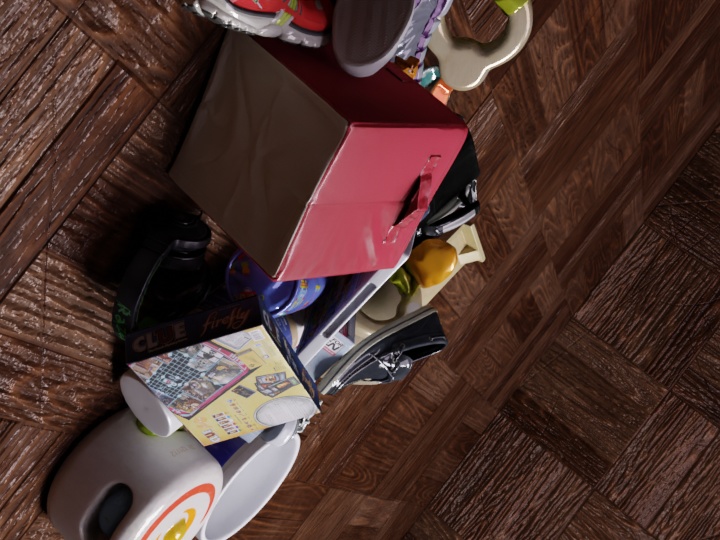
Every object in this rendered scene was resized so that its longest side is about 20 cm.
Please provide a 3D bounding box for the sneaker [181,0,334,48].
[{"bbox_3d":[-0.071,-0.244,0.981,0.200,0.076,0.086,-14,129,-64],"label":"sneaker"}]

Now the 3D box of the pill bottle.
[{"bbox_3d":[-0.166,0.092,1.275,0.200,0.111,0.112,-39,157,-33],"label":"pill bottle"}]

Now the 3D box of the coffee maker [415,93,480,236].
[{"bbox_3d":[0.037,-0.110,1.401,0.200,0.134,0.194,-41,119,-32],"label":"coffee maker"}]

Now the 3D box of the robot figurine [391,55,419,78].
[{"bbox_3d":[0.005,-0.144,1.218,0.058,0.145,0.202,-24,137,-36],"label":"robot figurine"}]

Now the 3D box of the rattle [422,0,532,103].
[{"bbox_3d":[0.117,-0.281,1.328,0.129,0.144,0.201,6,130,-18],"label":"rattle"}]

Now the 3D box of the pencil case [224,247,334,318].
[{"bbox_3d":[-0.080,0.002,1.180,0.077,0.088,0.200,-18,180,9],"label":"pencil case"}]

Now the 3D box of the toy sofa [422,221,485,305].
[{"bbox_3d":[0.092,0.002,1.775,0.200,0.097,0.083,-45,135,-21],"label":"toy sofa"}]

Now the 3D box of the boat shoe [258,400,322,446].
[{"bbox_3d":[-0.092,0.176,1.495,0.074,0.068,0.200,-48,-161,9],"label":"boat shoe"}]

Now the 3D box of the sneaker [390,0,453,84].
[{"bbox_3d":[0.028,-0.245,1.231,0.087,0.074,0.202,-3,123,-41],"label":"sneaker"}]

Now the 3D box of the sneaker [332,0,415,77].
[{"bbox_3d":[0.018,-0.240,1.085,0.116,0.073,0.202,90,11,-60],"label":"sneaker"}]

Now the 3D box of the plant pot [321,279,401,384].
[{"bbox_3d":[0.000,0.081,1.598,0.200,0.134,0.201,-45,160,-21],"label":"plant pot"}]

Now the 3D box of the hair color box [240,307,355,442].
[{"bbox_3d":[-0.092,0.110,1.415,0.200,0.060,0.099,-44,-159,23],"label":"hair color box"}]

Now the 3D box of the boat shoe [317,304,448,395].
[{"bbox_3d":[0.032,0.108,1.409,0.199,0.063,0.075,-26,167,-36],"label":"boat shoe"}]

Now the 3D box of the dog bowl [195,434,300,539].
[{"bbox_3d":[-0.179,0.285,1.621,0.200,0.079,0.201,-44,158,-22],"label":"dog bowl"}]

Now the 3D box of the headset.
[{"bbox_3d":[-0.167,-0.008,1.126,0.124,0.093,0.201,100,17,-53],"label":"headset"}]

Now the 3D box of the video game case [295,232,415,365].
[{"bbox_3d":[0.000,0.000,1.254,0.200,0.018,0.144,-47,-163,35],"label":"video game case"}]

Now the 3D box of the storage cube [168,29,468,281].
[{"bbox_3d":[-0.040,-0.112,1.079,0.179,0.200,0.172,-6,132,-50],"label":"storage cube"}]

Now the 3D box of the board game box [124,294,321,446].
[{"bbox_3d":[-0.130,0.103,1.127,0.134,0.035,0.201,-16,147,6],"label":"board game box"}]

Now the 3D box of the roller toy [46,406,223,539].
[{"bbox_3d":[-0.254,0.264,1.325,0.182,0.139,0.201,-40,157,-30],"label":"roller toy"}]

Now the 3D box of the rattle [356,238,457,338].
[{"bbox_3d":[0.006,0.026,1.454,0.198,0.142,0.132,0,90,-26],"label":"rattle"}]
